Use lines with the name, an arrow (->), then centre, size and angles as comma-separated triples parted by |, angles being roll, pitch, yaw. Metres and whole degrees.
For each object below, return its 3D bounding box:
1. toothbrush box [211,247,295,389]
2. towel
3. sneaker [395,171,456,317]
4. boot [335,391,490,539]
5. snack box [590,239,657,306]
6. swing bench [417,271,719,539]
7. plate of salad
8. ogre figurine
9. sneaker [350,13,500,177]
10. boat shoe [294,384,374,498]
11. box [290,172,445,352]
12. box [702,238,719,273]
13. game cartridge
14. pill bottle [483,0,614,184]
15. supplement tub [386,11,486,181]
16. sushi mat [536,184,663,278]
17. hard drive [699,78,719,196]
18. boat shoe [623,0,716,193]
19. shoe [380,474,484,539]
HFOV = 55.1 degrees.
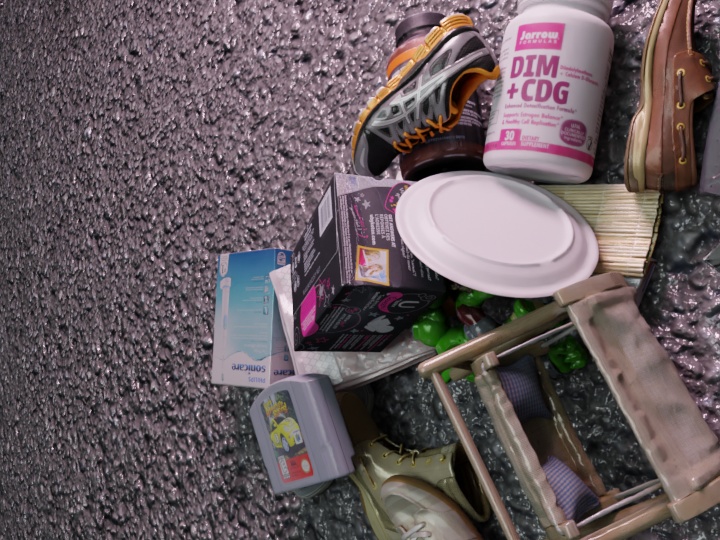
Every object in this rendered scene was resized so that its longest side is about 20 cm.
toothbrush box -> -0.146, 0.074, 1.035 | 0.146, 0.085, 0.202 | -6, 79, 44
towel -> -0.015, 0.050, 0.898 | 0.190, 0.032, 0.201 | -24, 64, 12
sneaker -> 0.086, -0.032, 0.848 | 0.084, 0.073, 0.201 | -8, 71, 10
boot -> 0.052, 0.216, 0.810 | 0.155, 0.073, 0.201 | -32, 77, 37
snack box -> 0.208, -0.010, 0.740 | 0.200, 0.024, 0.072 | 27, 102, 44
swing bench -> 0.191, 0.130, 0.606 | 0.199, 0.130, 0.200 | -31, 71, 15
plate of salad -> 0.131, -0.035, 0.676 | 0.200, 0.199, 0.048 | 50, 145, 37
ogre figurine -> 0.130, 0.064, 0.748 | 0.120, 0.199, 0.098 | -57, 5, 28
sneaker -> 0.064, -0.171, 0.733 | 0.077, 0.078, 0.200 | 49, 115, 19
boat shoe -> -0.056, 0.227, 0.933 | 0.070, 0.071, 0.202 | 45, 114, 39
box -> 0.000, 0.000, 0.768 | 0.200, 0.114, 0.133 | 128, 141, -58
box -> 0.392, -0.009, 0.507 | 0.200, 0.049, 0.160 | 42, 116, 22
game cartridge -> -0.080, 0.203, 0.863 | 0.200, 0.041, 0.134 | -38, 65, 53
pill bottle -> 0.198, -0.199, 0.716 | 0.113, 0.113, 0.202 | 10, 91, 45
supplement tub -> 0.089, -0.206, 0.833 | 0.107, 0.107, 0.201 | -20, 69, 41
sushi mat -> 0.208, -0.046, 0.722 | 0.199, 0.012, 0.096 | 5, 74, 41
hard drive -> 0.378, -0.153, 0.582 | 0.134, 0.042, 0.201 | 17, 96, 45
boat shoe -> 0.299, -0.170, 0.650 | 0.067, 0.072, 0.202 | 9, 87, 28
shoe -> 0.095, 0.299, 0.732 | 0.200, 0.053, 0.070 | 41, 123, 14
